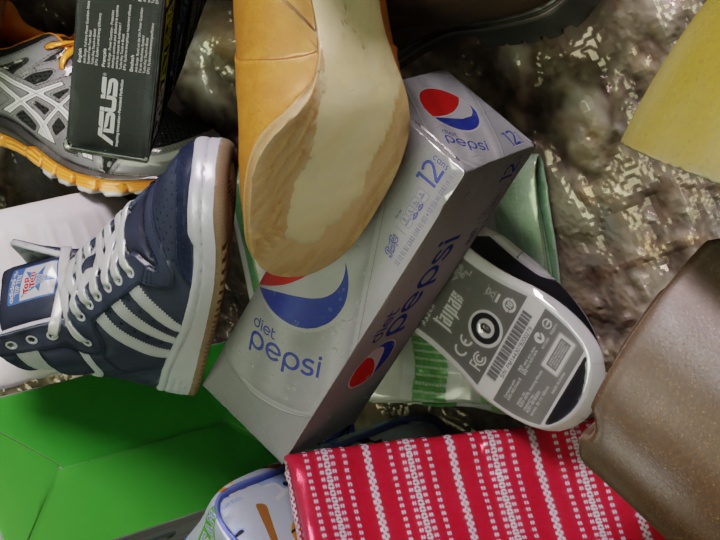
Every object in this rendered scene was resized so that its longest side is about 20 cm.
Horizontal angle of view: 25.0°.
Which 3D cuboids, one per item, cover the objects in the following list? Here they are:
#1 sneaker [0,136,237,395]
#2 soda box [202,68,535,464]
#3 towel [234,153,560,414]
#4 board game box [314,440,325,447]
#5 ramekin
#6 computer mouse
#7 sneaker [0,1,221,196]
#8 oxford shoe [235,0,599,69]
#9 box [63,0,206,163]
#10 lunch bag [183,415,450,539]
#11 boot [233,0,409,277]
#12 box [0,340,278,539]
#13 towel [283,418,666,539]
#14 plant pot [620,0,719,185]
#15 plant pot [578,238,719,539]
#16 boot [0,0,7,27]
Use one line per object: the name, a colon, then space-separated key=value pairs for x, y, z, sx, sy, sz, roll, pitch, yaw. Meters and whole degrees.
sneaker: x=-0.120 y=-0.001 z=0.781 sx=0.108 sy=0.070 sz=0.200 roll=10 pitch=149 yaw=-7
soda box: x=0.000 y=0.000 z=0.798 sx=0.063 sy=0.068 sz=0.200 roll=43 pitch=125 yaw=17
towel: x=0.018 y=0.009 z=0.895 sx=0.200 sy=0.023 sz=0.153 roll=3 pitch=113 yaw=34
board game box: x=-0.012 y=0.185 z=1.006 sx=0.105 sy=0.023 sz=0.200 roll=-18 pitch=101 yaw=41
ramekin: x=-0.209 y=0.016 z=0.948 sx=0.202 sy=0.202 sz=0.094 roll=-13 pitch=93 yaw=38
computer mouse: x=0.048 y=0.006 z=0.836 sx=0.200 sy=0.044 sz=0.110 roll=40 pitch=122 yaw=19
sneaker: x=-0.162 y=-0.099 z=0.933 sx=0.200 sy=0.078 sz=0.077 roll=20 pitch=114 yaw=24
oxford shoe: x=0.010 y=-0.140 z=0.776 sx=0.200 sy=0.084 sz=0.073 roll=-14 pitch=64 yaw=35
box: x=-0.094 y=-0.183 z=0.769 sx=0.047 sy=0.193 sz=0.200 roll=11 pitch=123 yaw=0
lunch bag: x=0.007 y=0.159 z=0.864 sx=0.160 sy=0.200 sz=0.076 roll=48 pitch=126 yaw=23
boot: x=-0.031 y=-0.114 z=0.731 sx=0.144 sy=0.071 sz=0.202 roll=-123 pitch=38 yaw=-49
box: x=-0.164 y=0.126 z=0.942 sx=0.176 sy=0.200 sz=0.097 roll=-38 pitch=71 yaw=47
towel: x=0.072 y=0.140 z=0.792 sx=0.023 sy=0.200 sz=0.145 roll=102 pitch=159 yaw=-54
plant pot: x=0.219 y=-0.082 z=0.621 sx=0.200 sy=0.200 sz=0.142 roll=24 pitch=100 yaw=23
plant pot: x=0.216 y=0.082 z=0.697 sx=0.198 sy=0.200 sz=0.201 roll=38 pitch=129 yaw=24
boot: x=-0.235 y=-0.195 z=0.933 sx=0.155 sy=0.074 sz=0.200 roll=-48 pitch=47 yaw=16
